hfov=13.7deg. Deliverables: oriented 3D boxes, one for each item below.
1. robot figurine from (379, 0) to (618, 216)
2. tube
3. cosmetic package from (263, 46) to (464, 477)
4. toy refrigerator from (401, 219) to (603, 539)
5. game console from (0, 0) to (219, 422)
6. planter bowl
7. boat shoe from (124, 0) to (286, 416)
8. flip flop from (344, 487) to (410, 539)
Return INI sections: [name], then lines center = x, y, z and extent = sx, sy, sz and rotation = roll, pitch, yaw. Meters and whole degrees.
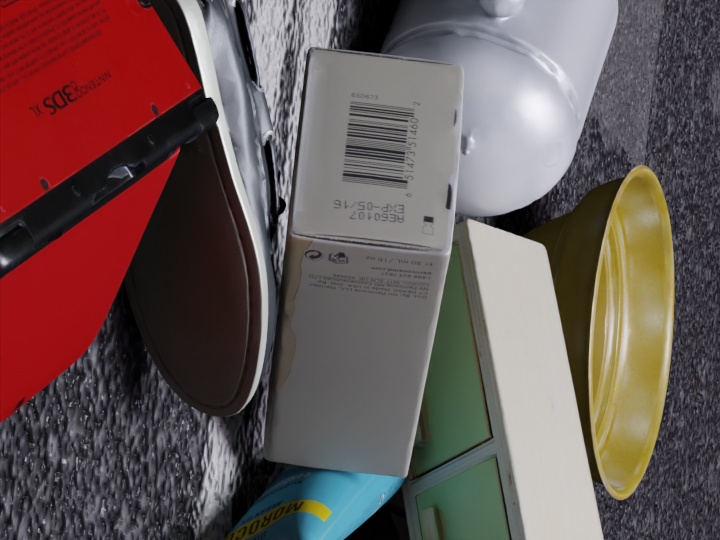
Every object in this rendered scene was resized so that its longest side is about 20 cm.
[robot figurine]
center = 0.068, -0.109, 1.566
extent = 0.170, 0.113, 0.200
rotation = 98, 10, -48
[tube]
center = -0.028, 0.118, 1.415
extent = 0.050, 0.077, 0.200
rotation = 54, 22, -2
[cosmetic package]
center = 0.000, 0.000, 1.349
extent = 0.200, 0.073, 0.104
rotation = 100, -4, -57
[toy refrigerator]
center = 0.062, 0.083, 1.515
extent = 0.070, 0.076, 0.201
rotation = 17, 54, -43
[game console]
center = -0.147, -0.033, 1.113
extent = 0.173, 0.118, 0.200
rotation = 58, 26, -6
[planter bowl]
center = 0.126, 0.035, 1.802
extent = 0.200, 0.083, 0.201
rotation = 3, 90, -71
[boat shoe]
center = -0.063, -0.039, 1.267
extent = 0.066, 0.074, 0.200
rotation = -36, 119, -50
[flip flop]
center = 0.013, 0.193, 1.542
extent = 0.058, 0.081, 0.201
rotation = 82, 13, -71
